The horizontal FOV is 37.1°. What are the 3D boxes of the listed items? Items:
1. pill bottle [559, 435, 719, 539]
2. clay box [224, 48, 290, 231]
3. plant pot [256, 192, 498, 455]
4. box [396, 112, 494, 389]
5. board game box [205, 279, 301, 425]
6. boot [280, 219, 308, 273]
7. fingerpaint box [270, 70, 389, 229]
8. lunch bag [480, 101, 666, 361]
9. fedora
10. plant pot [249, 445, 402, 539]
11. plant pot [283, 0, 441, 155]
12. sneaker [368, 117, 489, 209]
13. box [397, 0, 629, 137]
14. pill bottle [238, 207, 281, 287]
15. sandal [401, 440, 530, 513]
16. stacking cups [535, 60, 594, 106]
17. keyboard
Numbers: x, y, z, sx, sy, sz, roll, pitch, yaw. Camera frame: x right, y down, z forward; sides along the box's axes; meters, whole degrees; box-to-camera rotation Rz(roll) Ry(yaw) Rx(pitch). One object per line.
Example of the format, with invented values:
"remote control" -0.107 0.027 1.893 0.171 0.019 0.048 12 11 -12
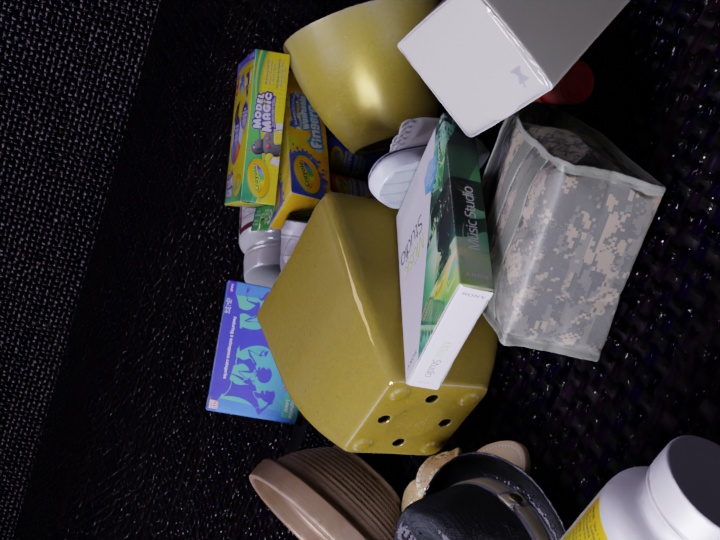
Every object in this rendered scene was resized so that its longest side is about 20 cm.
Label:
"pill bottle" 0.194 0.213 0.750 0.202 0.110 0.113 -61 30 34
"clay box" -0.126 -0.150 1.277 0.115 0.047 0.205 -177 94 -73
"plant pot" 0.031 0.072 1.092 0.197 0.191 0.202 -58 38 37
"box" 0.071 -0.018 0.959 0.145 0.036 0.203 113 160 -47
"board game box" -0.074 0.105 1.276 0.045 0.196 0.155 158 121 -79
"boot" 0.000 0.000 1.223 0.073 0.196 0.098 -7 -77 -70
"fingerpaint box" -0.032 -0.137 1.333 0.074 0.164 0.203 -50 36 45
"lunch bag" 0.158 -0.046 0.945 0.201 0.115 0.167 -113 37 -63
"fedora" 0.091 0.258 0.923 0.199 0.090 0.205 -4 85 52
"plant pot" -0.019 0.258 1.164 0.093 0.202 0.200 -46 17 -20
"plant pot" 0.021 -0.219 1.265 0.199 0.197 0.145 -18 87 62
"sneaker" 0.057 -0.115 1.095 0.071 0.199 0.073 46 120 16
"box" 0.148 -0.233 0.938 0.200 0.109 0.127 -47 11 -29
"pill bottle" -0.120 -0.079 1.561 0.114 0.112 0.204 -40 45 53
"sandal" 0.079 0.216 1.050 0.211 0.068 0.079 -38 46 55
"stacking cups" 0.159 -0.194 1.074 0.199 0.060 0.062 16 93 64
"keyboard" -0.030 0.197 1.226 0.040 0.102 0.202 -68 -3 -50
